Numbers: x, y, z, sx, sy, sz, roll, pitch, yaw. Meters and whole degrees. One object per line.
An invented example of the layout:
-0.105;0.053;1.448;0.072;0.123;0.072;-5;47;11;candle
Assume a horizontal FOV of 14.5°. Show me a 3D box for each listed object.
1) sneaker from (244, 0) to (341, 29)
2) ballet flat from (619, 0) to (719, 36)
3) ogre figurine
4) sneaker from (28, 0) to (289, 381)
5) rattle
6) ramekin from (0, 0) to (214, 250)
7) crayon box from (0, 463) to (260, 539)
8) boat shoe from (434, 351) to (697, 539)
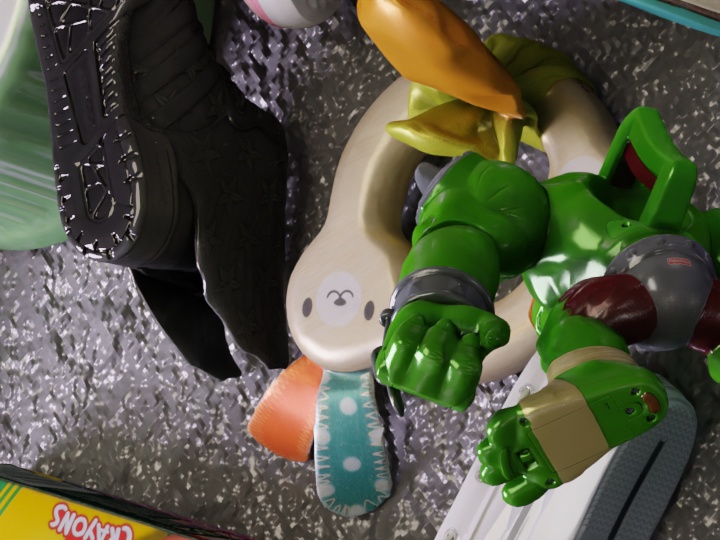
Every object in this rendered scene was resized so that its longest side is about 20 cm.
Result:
-0.064;-0.176;1.139;0.104;0.075;0.201;-16;64;22;sneaker
0.075;-0.121;0.962;0.069;0.199;0.070;-170;90;-75;ballet flat
0.095;0.015;0.935;0.120;0.199;0.098;-103;11;-48;ogre figurine
-0.073;-0.061;1.115;0.060;0.104;0.201;-14;74;35;sneaker
0.000;0.000;1.031;0.200;0.143;0.130;-41;78;18;rattle
-0.167;-0.114;1.202;0.199;0.098;0.201;-8;77;37;ramekin
-0.107;0.180;1.127;0.200;0.058;0.173;12;90;39;crayon box
0.049;0.120;1.015;0.067;0.074;0.200;30;88;40;boat shoe
